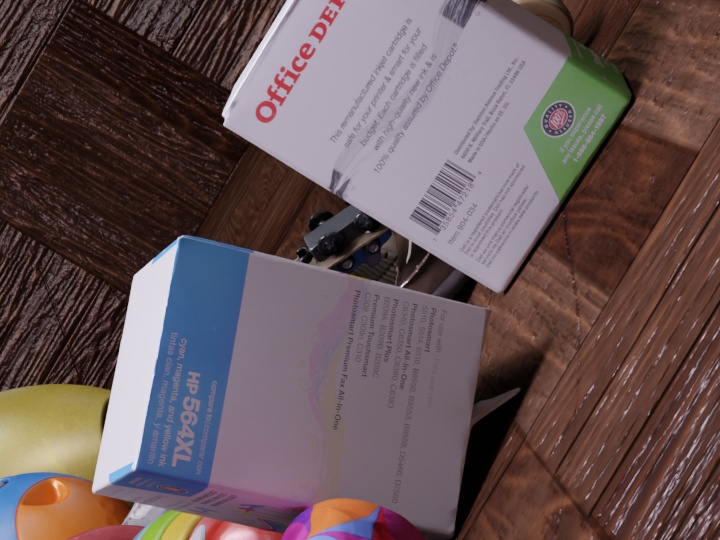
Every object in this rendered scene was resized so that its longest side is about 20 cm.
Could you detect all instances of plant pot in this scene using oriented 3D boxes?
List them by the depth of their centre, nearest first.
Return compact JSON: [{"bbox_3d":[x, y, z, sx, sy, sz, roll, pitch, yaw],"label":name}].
[{"bbox_3d":[-0.282,0.195,2.357,0.141,0.201,0.201,-23,26,26],"label":"plant pot"}]

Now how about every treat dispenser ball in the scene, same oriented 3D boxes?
[{"bbox_3d":[-0.243,0.255,1.784,0.202,0.200,0.201,-57,9,14],"label":"treat dispenser ball"}]

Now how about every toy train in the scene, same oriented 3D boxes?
[{"bbox_3d":[0.048,-0.055,1.484,0.199,0.046,0.034,-32,41,4],"label":"toy train"}]

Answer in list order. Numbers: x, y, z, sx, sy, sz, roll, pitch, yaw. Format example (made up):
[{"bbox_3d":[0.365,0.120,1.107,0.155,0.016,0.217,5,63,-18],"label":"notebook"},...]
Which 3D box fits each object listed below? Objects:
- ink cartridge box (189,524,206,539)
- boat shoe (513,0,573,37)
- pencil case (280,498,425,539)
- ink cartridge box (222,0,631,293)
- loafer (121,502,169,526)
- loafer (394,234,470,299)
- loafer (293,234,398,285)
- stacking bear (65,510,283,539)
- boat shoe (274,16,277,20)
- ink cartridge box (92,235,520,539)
[{"bbox_3d":[-0.090,0.250,1.304,0.116,0.066,0.201,-55,18,26],"label":"ink cartridge box"},{"bbox_3d":[0.087,-0.132,1.631,0.200,0.073,0.063,-51,14,46],"label":"boat shoe"},{"bbox_3d":[-0.019,0.197,1.114,0.089,0.088,0.200,-53,9,34],"label":"pencil case"},{"bbox_3d":[0.038,-0.105,1.400,0.146,0.199,0.084,-56,9,15],"label":"ink cartridge box"},{"bbox_3d":[-0.120,0.096,1.622,0.201,0.069,0.070,-64,10,-26],"label":"loafer"},{"bbox_3d":[0.042,-0.031,1.555,0.073,0.071,0.201,-52,11,39],"label":"loafer"},{"bbox_3d":[0.000,0.000,1.710,0.200,0.076,0.068,-27,30,58],"label":"loafer"},{"bbox_3d":[-0.087,0.191,1.442,0.113,0.122,0.200,-15,-9,-37],"label":"stacking bear"},{"bbox_3d":[-0.099,-0.324,3.319,0.200,0.073,0.067,-55,12,31],"label":"boat shoe"},{"bbox_3d":[-0.027,0.074,1.253,0.128,0.198,0.126,147,135,-71],"label":"ink cartridge box"}]
